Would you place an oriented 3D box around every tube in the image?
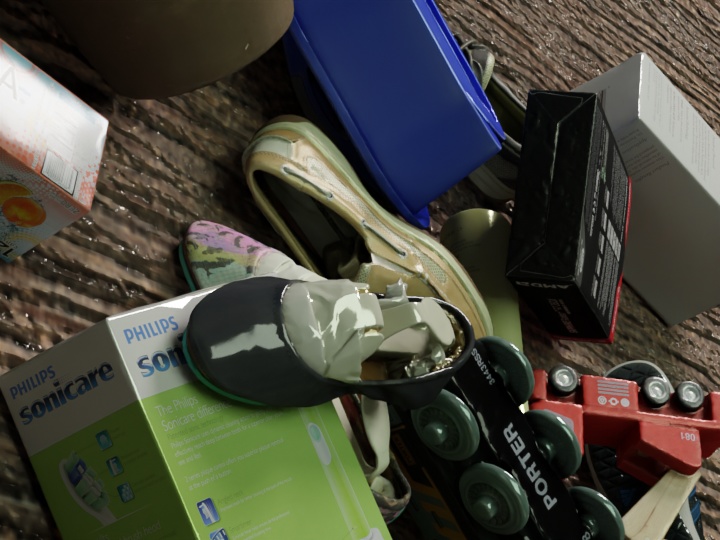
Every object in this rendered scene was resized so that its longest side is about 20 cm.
[{"bbox_3d":[0.079,0.050,1.171,0.058,0.051,0.202,79,8,-51],"label":"tube"}]

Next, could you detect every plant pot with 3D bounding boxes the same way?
[{"bbox_3d":[-0.118,-0.196,0.989,0.176,0.198,0.201,67,29,-28],"label":"plant pot"}]

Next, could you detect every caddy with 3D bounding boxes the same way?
[{"bbox_3d":[0.009,-0.124,1.166,0.201,0.104,0.141,60,10,-4],"label":"caddy"}]

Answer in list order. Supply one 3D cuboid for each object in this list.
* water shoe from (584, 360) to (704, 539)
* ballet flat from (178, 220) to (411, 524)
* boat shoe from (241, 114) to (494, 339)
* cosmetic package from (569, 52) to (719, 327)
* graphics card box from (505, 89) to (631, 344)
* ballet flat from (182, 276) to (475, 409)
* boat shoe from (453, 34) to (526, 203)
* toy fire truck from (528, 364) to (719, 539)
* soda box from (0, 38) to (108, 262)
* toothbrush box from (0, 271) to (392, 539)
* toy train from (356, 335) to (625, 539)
[{"bbox_3d":[0.202,0.164,1.279,0.079,0.071,0.202,60,21,-58],"label":"water shoe"},{"bbox_3d":[-0.027,0.052,1.020,0.069,0.071,0.202,-28,91,-56],"label":"ballet flat"},{"bbox_3d":[0.000,0.000,1.091,0.200,0.072,0.076,43,25,-12],"label":"boat shoe"},{"bbox_3d":[0.230,-0.058,1.411,0.200,0.112,0.082,43,38,-30],"label":"cosmetic package"},{"bbox_3d":[0.143,-0.031,1.227,0.200,0.050,0.127,43,54,-71],"label":"graphics card box"},{"bbox_3d":[-0.005,0.031,0.919,0.199,0.073,0.074,11,59,-54],"label":"ballet flat"},{"bbox_3d":[0.068,-0.134,1.280,0.201,0.066,0.072,47,35,-25],"label":"boat shoe"},{"bbox_3d":[0.197,0.144,1.203,0.197,0.049,0.142,8,58,-10],"label":"toy fire truck"},{"bbox_3d":[-0.215,-0.089,0.863,0.200,0.068,0.064,38,40,-33],"label":"soda box"},{"bbox_3d":[-0.070,0.116,0.905,0.145,0.086,0.202,-17,83,-57],"label":"toothbrush box"},{"bbox_3d":[0.070,0.123,1.065,0.085,0.113,0.201,-39,102,-40],"label":"toy train"}]
